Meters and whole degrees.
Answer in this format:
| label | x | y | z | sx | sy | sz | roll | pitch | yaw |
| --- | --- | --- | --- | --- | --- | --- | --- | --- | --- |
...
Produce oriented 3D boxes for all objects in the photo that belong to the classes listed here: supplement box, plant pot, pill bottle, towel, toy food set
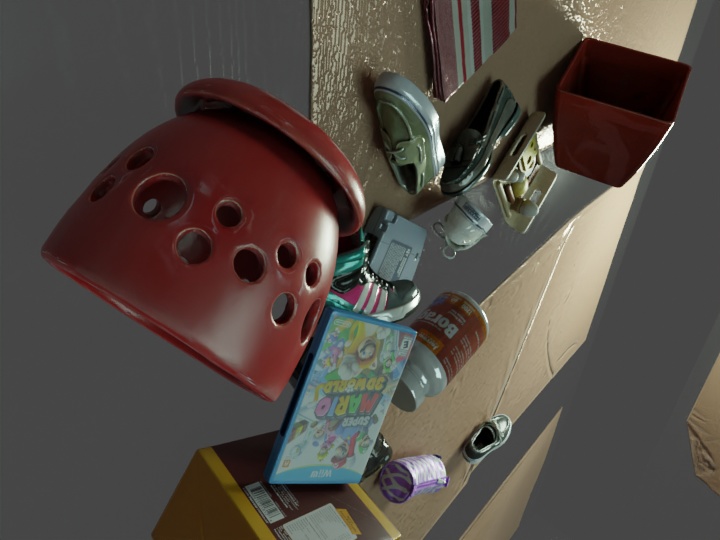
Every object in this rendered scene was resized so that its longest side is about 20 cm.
| label | x | y | z | sx | sy | sz | roll | pitch | yaw |
| --- | --- | --- | --- | --- | --- | --- | --- | --- | --- |
| supplement box | -0.096 | 0.312 | 0.691 | 0.198 | 0.197 | 0.135 | 7 | 119 | -56 |
| plant pot | -0.106 | -0.029 | 0.452 | 0.186 | 0.197 | 0.201 | -61 | 149 | -15 |
| pill bottle | 0.119 | 0.134 | 0.972 | 0.199 | 0.111 | 0.114 | -41 | 143 | -32 |
| towel | 0.147 | -0.335 | 0.760 | 0.200 | 0.022 | 0.146 | -47 | 143 | -27 |
| toy food set | 0.313 | -0.175 | 1.081 | 0.145 | 0.060 | 0.200 | -57 | 148 | -9 |
| plant pot | 0.461 | -0.279 | 1.086 | 0.201 | 0.196 | 0.179 | -53 | 158 | -35 |

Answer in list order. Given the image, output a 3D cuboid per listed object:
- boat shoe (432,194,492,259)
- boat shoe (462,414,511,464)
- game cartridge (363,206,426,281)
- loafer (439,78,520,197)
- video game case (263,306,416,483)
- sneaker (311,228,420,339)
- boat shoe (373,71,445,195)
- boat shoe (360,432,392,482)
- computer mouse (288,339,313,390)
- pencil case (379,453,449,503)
| label | x | y | z | sx | sy | sz | roll | pitch | yaw |
| --- | --- | --- | --- | --- | --- | --- | --- | --- | --- |
| boat shoe | 0.152 | -0.061 | 0.897 | 0.086 | 0.075 | 0.202 | -47 | 177 | 11 |
| boat shoe | 0.347 | 0.435 | 1.565 | 0.196 | 0.074 | 0.069 | -21 | 145 | -36 |
| game cartridge | 0.023 | 0.021 | 0.824 | 0.132 | 0.041 | 0.204 | 15 | 100 | -62 |
| loafer | 0.166 | -0.197 | 0.858 | 0.202 | 0.071 | 0.063 | -54 | 129 | -23 |
| video game case | -0.019 | 0.151 | 0.679 | 0.141 | 0.018 | 0.205 | 17 | 96 | -42 |
| sneaker | 0.000 | 0.000 | 0.707 | 0.197 | 0.082 | 0.124 | -12 | 109 | -44 |
| boat shoe | 0.059 | -0.157 | 0.712 | 0.063 | 0.071 | 0.200 | -59 | 151 | -9 |
| boat shoe | -0.032 | 0.291 | 0.827 | 0.199 | 0.073 | 0.075 | -41 | -159 | 31 |
| computer mouse | -0.049 | 0.137 | 0.742 | 0.139 | 0.052 | 0.203 | -48 | 119 | -35 |
| pencil case | 0.113 | 0.429 | 1.206 | 0.199 | 0.084 | 0.086 | 20 | 95 | -57 |
